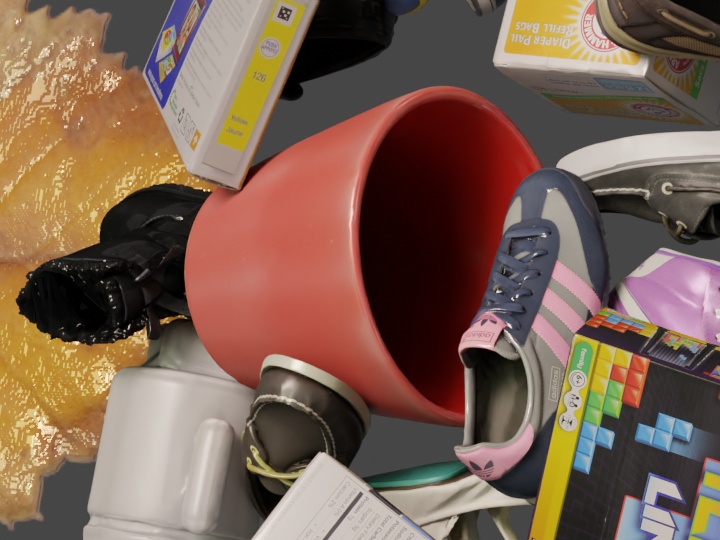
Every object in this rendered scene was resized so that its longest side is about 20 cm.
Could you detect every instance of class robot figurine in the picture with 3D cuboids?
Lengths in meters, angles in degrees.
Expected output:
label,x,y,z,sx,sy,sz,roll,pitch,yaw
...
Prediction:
label,x,y,z,sx,sy,sz,roll,pitch,yaw
robot figurine,-0.118,0.136,1.301,0.169,0.112,0.202,158,123,-74

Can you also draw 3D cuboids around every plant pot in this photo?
label,x,y,z,sx,sy,sz,roll,pitch,yaw
plant pot,0.000,0.000,1.220,0.176,0.199,0.203,-7,73,43

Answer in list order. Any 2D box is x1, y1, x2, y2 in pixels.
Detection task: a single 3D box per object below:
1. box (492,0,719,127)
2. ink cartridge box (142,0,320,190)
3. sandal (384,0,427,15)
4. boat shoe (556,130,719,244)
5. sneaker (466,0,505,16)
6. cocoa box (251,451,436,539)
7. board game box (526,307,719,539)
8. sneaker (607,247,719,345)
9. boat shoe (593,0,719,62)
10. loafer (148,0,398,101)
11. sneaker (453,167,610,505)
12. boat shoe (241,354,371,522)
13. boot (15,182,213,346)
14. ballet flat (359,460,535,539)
label,x,y,z,sx,sy,sz,roll,pitch,yaw
box,0.170,-0.198,1.197,0.112,0.101,0.202,11,83,37
ink cartridge box,-0.072,-0.177,1.257,0.201,0.047,0.198,-63,22,15
sandal,-0.004,-0.261,1.291,0.086,0.079,0.202,-18,100,-5
boat shoe,0.202,-0.046,1.154,0.198,0.068,0.057,-4,75,32
sneaker,0.108,-0.276,1.279,0.145,0.077,0.204,-14,102,-1
cocoa box,-0.007,0.207,1.107,0.131,0.200,0.134,36,77,10
board game box,0.174,0.142,1.045,0.164,0.057,0.202,18,111,21
sneaker,0.210,0.064,1.116,0.114,0.073,0.201,-48,57,8
boat shoe,0.230,-0.143,1.095,0.073,0.198,0.075,174,95,-78
loafer,-0.064,-0.149,1.371,0.199,0.068,0.071,-19,57,26
sneaker,0.093,0.028,1.132,0.070,0.082,0.202,-15,64,40
boat shoe,-0.037,0.109,1.196,0.071,0.202,0.061,25,70,10
boot,-0.156,-0.001,1.322,0.197,0.162,0.074,1,109,46
ballet flat,0.074,0.141,1.200,0.198,0.069,0.070,-16,68,30
